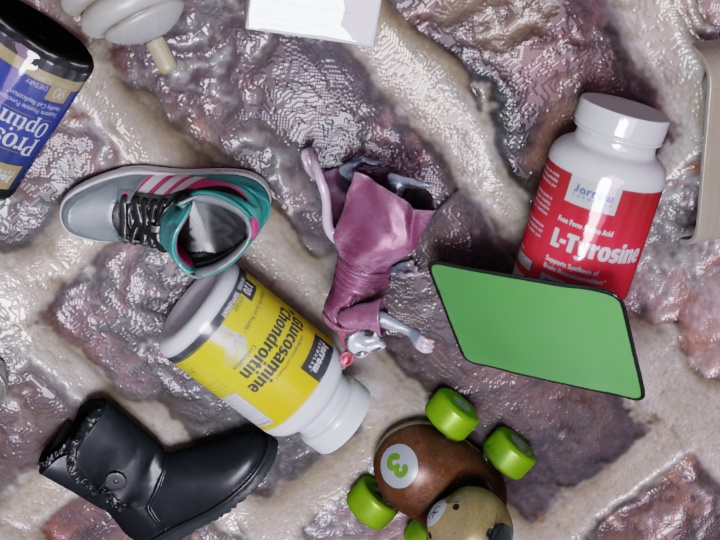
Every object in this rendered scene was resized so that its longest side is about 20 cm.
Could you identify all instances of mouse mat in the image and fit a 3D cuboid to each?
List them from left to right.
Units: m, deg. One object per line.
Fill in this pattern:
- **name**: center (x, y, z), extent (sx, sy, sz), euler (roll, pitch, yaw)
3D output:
- **mouse mat**: center (0.168, 0.058, 1.118), extent (0.200, 0.008, 0.161), euler (10, 143, 31)

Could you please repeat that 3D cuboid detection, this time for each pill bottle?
- **pill bottle**: center (-0.330, -0.131, 1.021), extent (0.112, 0.112, 0.200), euler (32, 106, -17)
- **pill bottle**: center (-0.089, 0.090, 1.138), extent (0.200, 0.112, 0.112), euler (39, 104, -19)
- **pill bottle**: center (0.221, -0.060, 1.105), extent (0.112, 0.112, 0.200), euler (10, 112, -10)

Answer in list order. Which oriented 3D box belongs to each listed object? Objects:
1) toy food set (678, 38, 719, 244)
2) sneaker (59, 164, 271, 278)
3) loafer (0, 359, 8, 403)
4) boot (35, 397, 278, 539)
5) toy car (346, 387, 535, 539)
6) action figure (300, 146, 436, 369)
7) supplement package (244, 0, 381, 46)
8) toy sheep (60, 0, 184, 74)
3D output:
- **toy food set**: center (0.379, -0.127, 1.128), extent (0.143, 0.060, 0.200), euler (-9, 115, -14)
- **sneaker**: center (-0.180, -0.041, 1.068), extent (0.200, 0.121, 0.084), euler (-6, 113, -3)
- **loafer**: center (-0.447, 0.108, 1.133), extent (0.200, 0.070, 0.070), euler (2, 113, -6)
- **boot**: center (-0.208, 0.189, 1.187), extent (0.200, 0.076, 0.168), euler (-36, 116, 16)
- **toy car**: center (0.092, 0.249, 1.175), extent (0.158, 0.200, 0.164), euler (35, 105, -18)
- **action figure**: center (0.000, 0.000, 1.093), extent (0.149, 0.134, 0.200), euler (12, 105, -14)
- **supplement package**: center (-0.031, -0.303, 0.977), extent (0.114, 0.110, 0.200), euler (6, 112, -8)
- **toy sheep**: center (-0.198, -0.259, 0.971), extent (0.138, 0.138, 0.200), euler (-25, 95, 5)
